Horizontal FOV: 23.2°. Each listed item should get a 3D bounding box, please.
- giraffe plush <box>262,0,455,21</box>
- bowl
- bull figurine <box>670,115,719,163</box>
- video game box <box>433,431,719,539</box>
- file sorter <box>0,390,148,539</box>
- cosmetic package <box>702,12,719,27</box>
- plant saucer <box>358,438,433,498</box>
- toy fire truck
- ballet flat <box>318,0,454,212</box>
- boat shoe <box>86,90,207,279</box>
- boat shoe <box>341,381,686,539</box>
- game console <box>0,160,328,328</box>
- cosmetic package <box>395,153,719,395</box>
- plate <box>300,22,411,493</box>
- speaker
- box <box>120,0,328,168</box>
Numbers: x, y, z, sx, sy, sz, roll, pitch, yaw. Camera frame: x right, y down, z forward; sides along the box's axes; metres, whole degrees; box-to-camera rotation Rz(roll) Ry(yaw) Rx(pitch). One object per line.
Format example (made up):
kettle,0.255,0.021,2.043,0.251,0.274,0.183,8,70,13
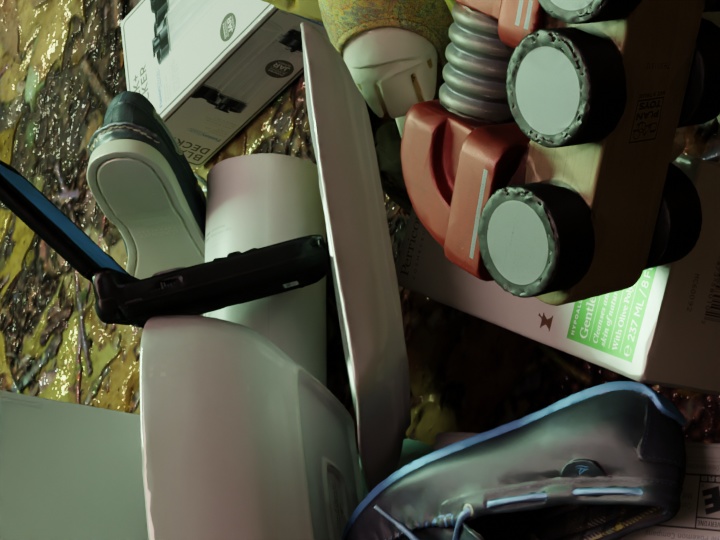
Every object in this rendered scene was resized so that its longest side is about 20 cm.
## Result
giraffe plush,0.042,-0.214,0.987,0.171,0.200,0.164,-10,53,42
bowl,-0.045,0.127,0.909,0.074,0.200,0.202,-11,70,10
bull figurine,0.131,-0.126,0.784,0.121,0.065,0.201,46,126,21
video game box,0.108,0.174,0.843,0.199,0.047,0.184,-3,74,47
file sorter,-0.175,0.160,1.107,0.124,0.198,0.140,-5,74,56
cosmetic package,0.176,-0.167,0.857,0.199,0.071,0.106,-17,66,49
plant saucer,0.000,0.193,0.994,0.200,0.038,0.203,-23,60,47
toy fire truck,0.045,-0.098,0.753,0.199,0.128,0.178,31,122,42
ballet flat,0.024,-0.097,0.955,0.070,0.201,0.071,-6,58,10
boat shoe,-0.130,-0.034,1.148,0.074,0.201,0.062,-7,52,14
boat shoe,0.062,0.118,0.814,0.200,0.084,0.069,-38,41,37
game console,-0.113,-0.032,0.958,0.200,0.174,0.118,107,148,-88
cosmetic package,0.114,-0.015,0.877,0.199,0.084,0.109,19,97,53
plate,0.000,0.000,0.923,0.200,0.032,0.202,84,178,-68
speaker,-0.060,0.031,1.092,0.081,0.081,0.202,-24,60,47
box,-0.087,-0.174,1.214,0.200,0.060,0.118,-37,51,40
